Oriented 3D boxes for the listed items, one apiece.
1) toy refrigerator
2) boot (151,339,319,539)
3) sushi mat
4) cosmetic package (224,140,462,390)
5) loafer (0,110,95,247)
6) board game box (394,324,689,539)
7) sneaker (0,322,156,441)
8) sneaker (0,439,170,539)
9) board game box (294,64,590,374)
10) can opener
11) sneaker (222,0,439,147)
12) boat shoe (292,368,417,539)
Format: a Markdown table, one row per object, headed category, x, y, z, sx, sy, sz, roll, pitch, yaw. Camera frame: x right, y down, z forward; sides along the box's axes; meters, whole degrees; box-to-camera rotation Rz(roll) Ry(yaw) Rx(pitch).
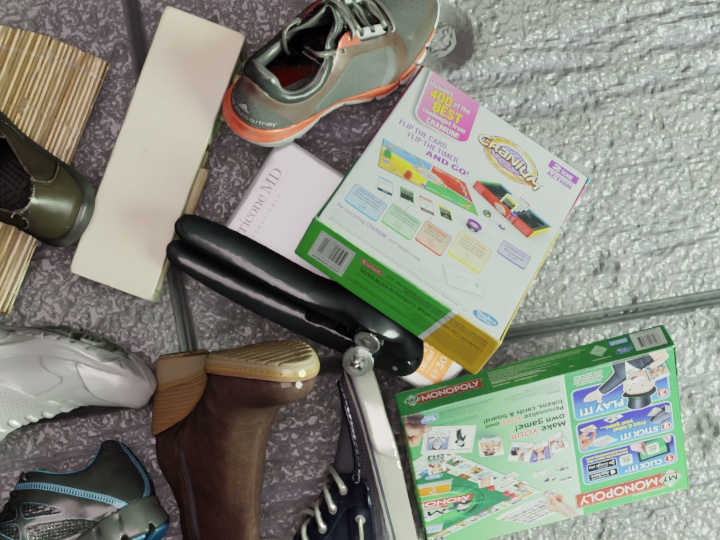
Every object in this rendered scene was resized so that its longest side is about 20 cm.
| category | x | y | z | sx | sy | sz | roll | pitch | yaw |
| --- | --- | --- | --- | --- | --- | --- | --- | --- | --- |
| toy refrigerator | -0.141 | -0.081 | 1.565 | 0.069 | 0.076 | 0.201 | 19 | 87 | -1 |
| boot | -0.079 | 0.136 | 1.510 | 0.072 | 0.199 | 0.168 | -9 | 91 | -33 |
| sushi mat | -0.259 | -0.075 | 1.579 | 0.095 | 0.012 | 0.201 | 21 | 87 | 17 |
| cosmetic package | 0.000 | 0.000 | 1.570 | 0.199 | 0.071 | 0.102 | 32 | 87 | 0 |
| loafer | -0.276 | -0.086 | 1.534 | 0.199 | 0.071 | 0.073 | 26 | 89 | 26 |
| board game box | 0.132 | 0.123 | 1.555 | 0.198 | 0.029 | 0.135 | -14 | 126 | -3 |
| sneaker | -0.246 | 0.085 | 1.562 | 0.198 | 0.078 | 0.100 | 10 | 94 | 7 |
| sneaker | -0.240 | 0.193 | 1.562 | 0.199 | 0.073 | 0.082 | -23 | 73 | -8 |
| board game box | 0.062 | -0.040 | 1.526 | 0.153 | 0.040 | 0.200 | 34 | 44 | 0 |
| can opener | -0.043 | 0.018 | 1.511 | 0.199 | 0.079 | 0.064 | 19 | 128 | 2 |
| sneaker | -0.010 | -0.162 | 1.540 | 0.077 | 0.082 | 0.200 | 41 | 59 | 13 |
| boat shoe | -0.011 | 0.168 | 1.551 | 0.092 | 0.075 | 0.202 | -13 | 99 | 0 |
